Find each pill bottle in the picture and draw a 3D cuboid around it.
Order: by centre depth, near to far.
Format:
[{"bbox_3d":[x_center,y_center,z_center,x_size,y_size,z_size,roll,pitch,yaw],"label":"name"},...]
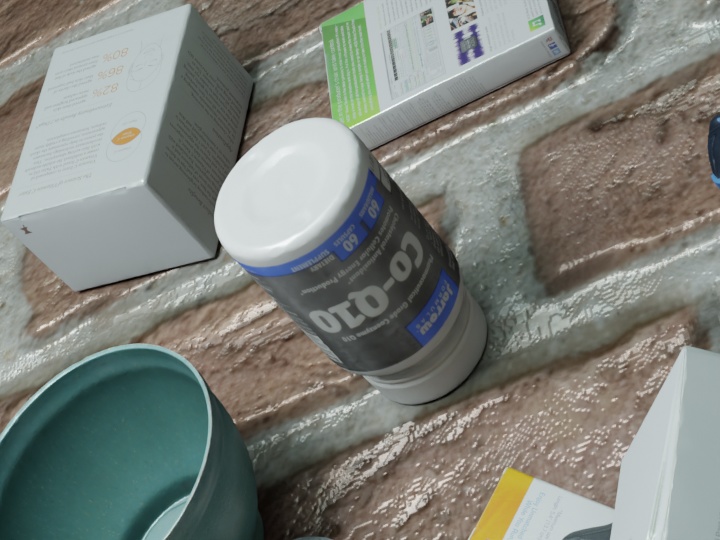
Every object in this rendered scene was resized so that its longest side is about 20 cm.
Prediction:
[{"bbox_3d":[0.000,0.000,1.165,0.113,0.200,0.114,-21,46,23],"label":"pill bottle"}]

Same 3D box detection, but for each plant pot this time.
[{"bbox_3d":[-0.149,0.171,1.182,0.200,0.134,0.201,-21,46,22],"label":"plant pot"}]

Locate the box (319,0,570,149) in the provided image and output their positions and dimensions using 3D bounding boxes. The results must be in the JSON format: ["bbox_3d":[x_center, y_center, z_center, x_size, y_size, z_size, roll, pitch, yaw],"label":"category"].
[{"bbox_3d":[0.064,-0.189,1.399,0.199,0.036,0.145,-23,45,17],"label":"box"}]

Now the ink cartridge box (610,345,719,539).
[{"bbox_3d":[0.227,0.149,0.852,0.199,0.145,0.145,13,58,1],"label":"ink cartridge box"}]

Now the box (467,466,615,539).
[{"bbox_3d":[0.146,0.197,0.941,0.199,0.042,0.119,21,58,19],"label":"box"}]

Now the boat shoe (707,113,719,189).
[{"bbox_3d":[0.314,-0.117,1.116,0.199,0.084,0.069,-21,57,18],"label":"boat shoe"}]

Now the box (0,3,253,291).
[{"bbox_3d":[-0.194,-0.103,1.463,0.152,0.106,0.201,-12,49,28],"label":"box"}]

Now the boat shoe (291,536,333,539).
[{"bbox_3d":[-0.028,0.240,1.080,0.073,0.067,0.200,-8,21,-3],"label":"boat shoe"}]
